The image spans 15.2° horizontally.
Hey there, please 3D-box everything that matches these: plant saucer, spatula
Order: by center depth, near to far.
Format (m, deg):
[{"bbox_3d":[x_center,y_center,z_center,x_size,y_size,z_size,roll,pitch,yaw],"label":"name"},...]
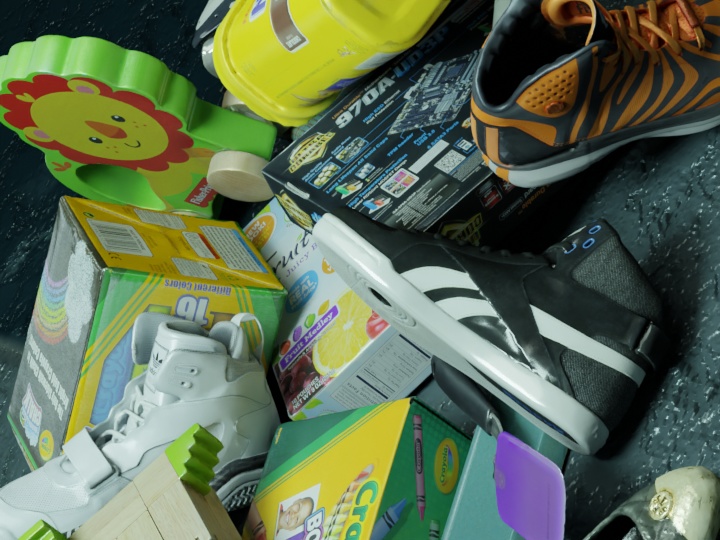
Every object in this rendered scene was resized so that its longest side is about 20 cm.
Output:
[{"bbox_3d":[0.071,0.091,1.469,0.200,0.020,0.057,-122,29,-63],"label":"spatula"},{"bbox_3d":[0.091,0.082,1.497,0.070,0.019,0.201,-11,53,49],"label":"plant saucer"}]

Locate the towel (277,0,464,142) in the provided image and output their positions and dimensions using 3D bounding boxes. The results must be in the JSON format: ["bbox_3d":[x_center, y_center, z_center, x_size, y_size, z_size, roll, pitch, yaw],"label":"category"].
[{"bbox_3d":[0.001,-0.140,1.760,0.147,0.022,0.200,-49,15,-4],"label":"towel"}]

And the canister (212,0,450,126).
[{"bbox_3d":[-0.001,-0.175,1.609,0.149,0.086,0.200,-55,11,-18],"label":"canister"}]

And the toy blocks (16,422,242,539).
[{"bbox_3d":[-0.126,0.202,1.498,0.200,0.100,0.137,-41,44,6],"label":"toy blocks"}]

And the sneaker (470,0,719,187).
[{"bbox_3d":[0.151,-0.123,1.474,0.199,0.112,0.078,-29,60,-5],"label":"sneaker"}]

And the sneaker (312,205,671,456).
[{"bbox_3d":[0.080,0.002,1.472,0.200,0.073,0.112,37,79,15],"label":"sneaker"}]

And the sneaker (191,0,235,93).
[{"bbox_3d":[-0.054,-0.180,1.874,0.199,0.079,0.130,11,76,59],"label":"sneaker"}]

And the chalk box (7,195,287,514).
[{"bbox_3d":[-0.138,0.074,1.673,0.124,0.123,0.201,-130,51,-59],"label":"chalk box"}]

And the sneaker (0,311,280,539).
[{"bbox_3d":[-0.137,0.092,1.571,0.199,0.116,0.075,-14,25,-19],"label":"sneaker"}]

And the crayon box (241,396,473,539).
[{"bbox_3d":[-0.017,0.177,1.510,0.118,0.058,0.201,-15,49,46],"label":"crayon box"}]

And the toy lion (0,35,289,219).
[{"bbox_3d":[-0.153,-0.089,1.765,0.200,0.191,0.069,136,149,-64],"label":"toy lion"}]

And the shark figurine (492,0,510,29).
[{"bbox_3d":[0.135,-0.207,1.555,0.214,0.129,0.089,-36,26,-15],"label":"shark figurine"}]

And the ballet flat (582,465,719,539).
[{"bbox_3d":[0.105,0.169,1.358,0.200,0.057,0.067,-44,34,16],"label":"ballet flat"}]

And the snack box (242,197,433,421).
[{"bbox_3d":[0.000,0.000,1.660,0.142,0.053,0.200,-43,33,15],"label":"snack box"}]

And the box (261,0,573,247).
[{"bbox_3d":[0.060,-0.082,1.597,0.200,0.046,0.159,-42,37,-13],"label":"box"}]
